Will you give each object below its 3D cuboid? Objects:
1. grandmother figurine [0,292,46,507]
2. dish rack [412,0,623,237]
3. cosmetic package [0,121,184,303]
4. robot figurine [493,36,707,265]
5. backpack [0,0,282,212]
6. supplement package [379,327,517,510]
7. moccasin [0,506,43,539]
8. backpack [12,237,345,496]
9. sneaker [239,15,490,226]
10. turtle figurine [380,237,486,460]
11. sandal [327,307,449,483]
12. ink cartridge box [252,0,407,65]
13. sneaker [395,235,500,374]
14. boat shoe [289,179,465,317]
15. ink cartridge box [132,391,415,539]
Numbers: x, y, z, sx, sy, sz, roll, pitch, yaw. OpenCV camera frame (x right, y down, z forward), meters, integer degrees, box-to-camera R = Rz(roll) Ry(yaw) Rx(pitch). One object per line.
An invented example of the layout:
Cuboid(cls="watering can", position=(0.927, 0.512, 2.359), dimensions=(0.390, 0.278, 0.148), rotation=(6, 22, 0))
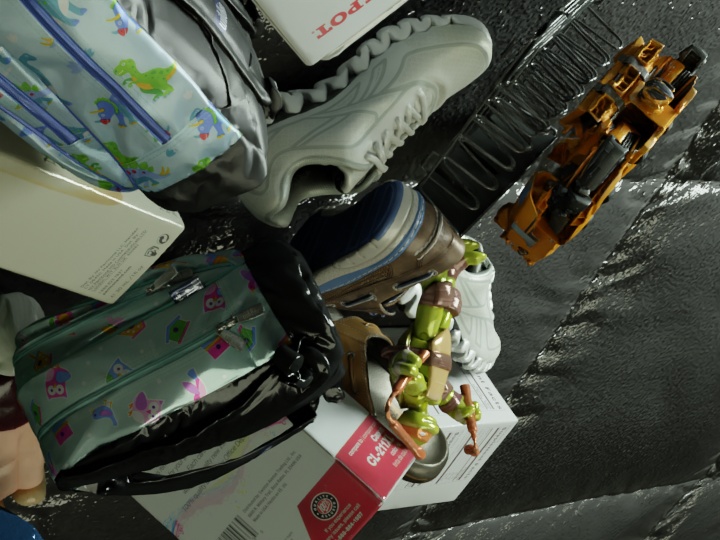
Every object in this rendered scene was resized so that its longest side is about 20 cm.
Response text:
Cuboid(cls="grandmother figurine", position=(-0.249, 0.094, 1.076), dimensions=(0.121, 0.060, 0.201), rotation=(-29, 150, -38))
Cuboid(cls="dish rack", position=(0.115, -0.115, 1.031), dimensions=(0.153, 0.054, 0.200), rotation=(-45, 175, -43))
Cuboid(cls="cosmetic package", position=(-0.200, -0.061, 0.858), dimensions=(0.071, 0.106, 0.199), rotation=(-43, 148, 16))
Cuboid(cls="robot figurine", position=(0.157, -0.081, 1.035), dimensions=(0.145, 0.058, 0.200), rotation=(-48, 174, -24))
Cuboid(cls="backpack", position=(-0.143, -0.135, 0.761), dimensions=(0.152, 0.164, 0.200), rotation=(-20, 143, 9))
Cuboid(cls="supplement package", position=(0.011, 0.124, 1.283), dimensions=(0.199, 0.114, 0.110), rotation=(1, 135, -42))
Cuboid(cls="moccasin", position=(-0.314, 0.168, 1.052), dimensions=(0.199, 0.081, 0.068), rotation=(36, 153, -20))
Cuboid(cls="backpack", position=(-0.115, 0.061, 0.978), dimensions=(0.198, 0.128, 0.167), rotation=(-24, 162, -4))
Cuboid(cls="sneaker", position=(0.003, -0.094, 0.997), dimensions=(0.199, 0.081, 0.075), rotation=(-29, 147, -8))
Cuboid(cls="turtle figurine", position=(0.052, 0.060, 1.129), dimensions=(0.200, 0.064, 0.163), rotation=(33, 67, -63))
Cuboid(cls="sandal", position=(0.001, 0.077, 1.162), dimensions=(0.054, 0.200, 0.082), rotation=(-36, -171, 42))
Cuboid(cls="ink cartridge box", position=(-0.026, -0.220, 0.806), dimensions=(0.145, 0.084, 0.200), rotation=(-35, 148, 5))
Cuboid(cls="sneaker", position=(0.080, 0.021, 1.250), dimensions=(0.081, 0.075, 0.200), rotation=(-43, 148, 2))
Cuboid(cls="boat shoe", position=(0.000, 0.000, 1.064), dimensions=(0.072, 0.073, 0.200), rotation=(32, 158, -19))
Cuboid(cls="ink cartridge box", position=(-0.084, 0.127, 1.119), dimensions=(0.146, 0.200, 0.083), rotation=(-50, 176, 28))
